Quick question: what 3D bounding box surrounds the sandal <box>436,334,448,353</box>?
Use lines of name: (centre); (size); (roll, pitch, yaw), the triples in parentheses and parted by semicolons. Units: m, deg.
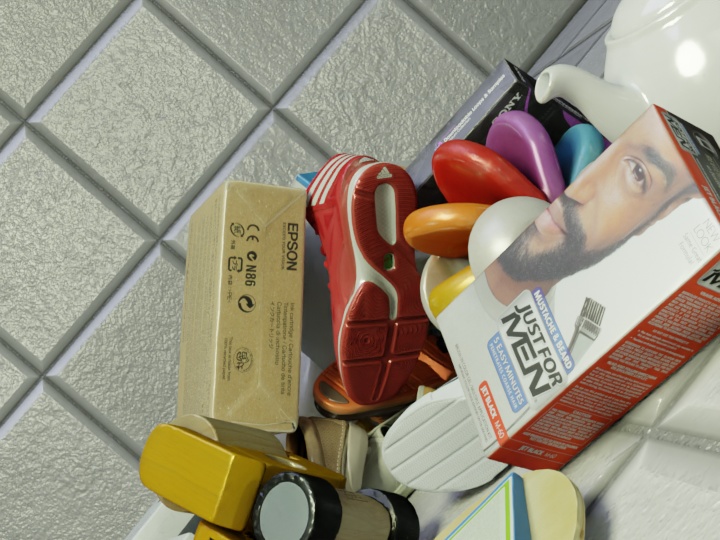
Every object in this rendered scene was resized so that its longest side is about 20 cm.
sandal: (0.125, 0.044, 1.245); (0.075, 0.045, 0.200); (-43, -8, 21)

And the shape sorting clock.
shape sorting clock: (0.048, 0.188, 0.715); (0.200, 0.039, 0.200); (-48, 5, 6)

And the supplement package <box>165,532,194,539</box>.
supplement package: (-0.165, 0.322, 1.250); (0.110, 0.114, 0.200); (-50, 3, -20)

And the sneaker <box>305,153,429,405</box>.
sneaker: (0.000, 0.000, 1.111); (0.115, 0.078, 0.202); (-143, 55, -61)

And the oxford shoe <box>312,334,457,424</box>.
oxford shoe: (0.026, 0.112, 1.188); (0.199, 0.071, 0.073); (-8, -52, -49)

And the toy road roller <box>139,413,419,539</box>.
toy road roller: (-0.071, 0.198, 0.952); (0.199, 0.123, 0.147); (20, 89, 41)

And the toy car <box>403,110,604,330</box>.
toy car: (0.123, -0.044, 1.023); (0.199, 0.151, 0.175); (-23, -7, -21)

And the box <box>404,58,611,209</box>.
box: (0.140, -0.073, 1.127); (0.143, 0.199, 0.036); (-48, 39, 21)

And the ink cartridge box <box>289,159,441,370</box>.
ink cartridge box: (0.023, -0.003, 1.289); (0.199, 0.147, 0.145); (-13, -45, -53)

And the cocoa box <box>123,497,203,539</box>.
cocoa box: (-0.180, 0.305, 1.433); (0.200, 0.131, 0.133); (-51, 4, -24)

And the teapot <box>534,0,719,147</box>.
teapot: (0.238, -0.160, 0.910); (0.197, 0.146, 0.200); (-32, 12, 29)

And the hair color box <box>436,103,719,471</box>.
hair color box: (0.140, 0.015, 0.796); (0.200, 0.064, 0.111); (-46, 43, 29)

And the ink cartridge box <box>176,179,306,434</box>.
ink cartridge box: (-0.102, 0.039, 1.148); (0.165, 0.074, 0.202); (154, 119, -71)

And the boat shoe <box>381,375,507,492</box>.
boat shoe: (0.101, 0.089, 0.937); (0.199, 0.072, 0.071); (-34, 4, 32)

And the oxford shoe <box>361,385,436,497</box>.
oxford shoe: (0.014, 0.169, 1.130); (0.200, 0.058, 0.075); (-49, 5, 19)

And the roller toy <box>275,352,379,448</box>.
roller toy: (-0.069, 0.126, 1.366); (0.199, 0.139, 0.184); (-11, 67, 34)

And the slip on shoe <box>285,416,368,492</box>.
slip on shoe: (-0.036, 0.196, 1.047); (0.076, 0.060, 0.201); (-50, 23, 44)
